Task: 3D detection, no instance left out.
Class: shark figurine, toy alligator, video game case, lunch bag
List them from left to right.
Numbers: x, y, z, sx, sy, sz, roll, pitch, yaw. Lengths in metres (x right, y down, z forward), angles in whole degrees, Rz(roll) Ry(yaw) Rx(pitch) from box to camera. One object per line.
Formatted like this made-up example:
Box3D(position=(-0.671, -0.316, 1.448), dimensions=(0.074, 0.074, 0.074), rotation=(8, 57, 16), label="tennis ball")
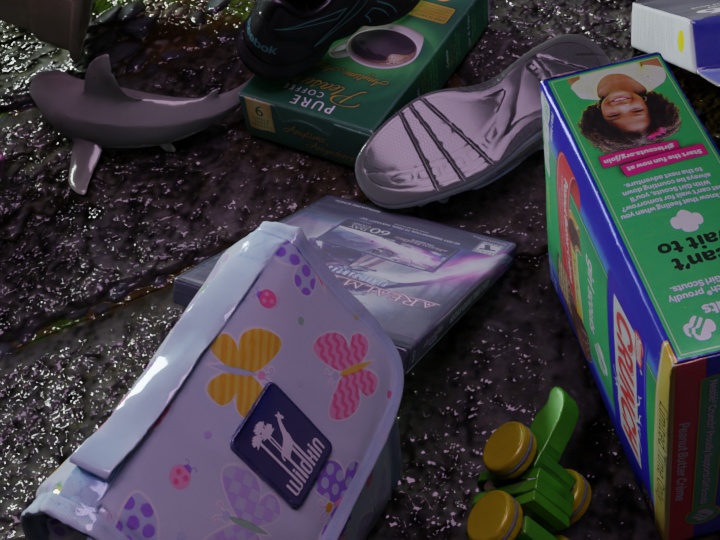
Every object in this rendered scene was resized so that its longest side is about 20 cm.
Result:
Box3D(position=(-0.160, -0.136, 0.812), dimensions=(0.211, 0.090, 0.129), rotation=(-7, 49, 4), label="shark figurine")
Box3D(position=(-0.059, 0.101, 0.511), dimensions=(0.126, 0.202, 0.170), rotation=(18, 52, 22), label="lunch bag")
Box3D(position=(0.000, 0.000, 0.652), dimensions=(0.141, 0.019, 0.200), rotation=(16, 22, 20), label="video game case")
Box3D(position=(0.074, 0.149, 0.554), dimensions=(0.054, 0.059, 0.202), rotation=(-27, 34, 44), label="toy alligator")

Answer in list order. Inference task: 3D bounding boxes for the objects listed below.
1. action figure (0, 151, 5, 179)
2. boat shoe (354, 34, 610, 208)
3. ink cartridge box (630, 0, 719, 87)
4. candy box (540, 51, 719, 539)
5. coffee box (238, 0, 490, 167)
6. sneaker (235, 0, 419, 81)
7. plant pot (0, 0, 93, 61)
Box3D(position=(-0.332, -0.069, 0.743), dimensions=(0.132, 0.151, 0.201), rotation=(14, 38, 12), label="action figure")
Box3D(position=(0.088, -0.097, 0.767), dimensions=(0.200, 0.065, 0.075), rotation=(-32, 71, -12), label="boat shoe")
Box3D(position=(0.311, -0.176, 0.755), dimensions=(0.194, 0.048, 0.200), rotation=(-7, 17, 0), label="ink cartridge box")
Box3D(position=(0.161, 0.015, 0.579), dimensions=(0.076, 0.170, 0.202), rotation=(-15, 48, -1), label="candy box")
Box3D(position=(0.007, -0.167, 0.843), dimensions=(0.122, 0.044, 0.201), rotation=(18, 53, 22), label="coffee box")
Box3D(position=(-0.006, -0.215, 0.795), dimensions=(0.075, 0.079, 0.200), rotation=(42, 64, 8), label="sneaker")
Box3D(position=(-0.296, -0.282, 0.844), dimensions=(0.181, 0.202, 0.202), rotation=(9, 46, -14), label="plant pot")
